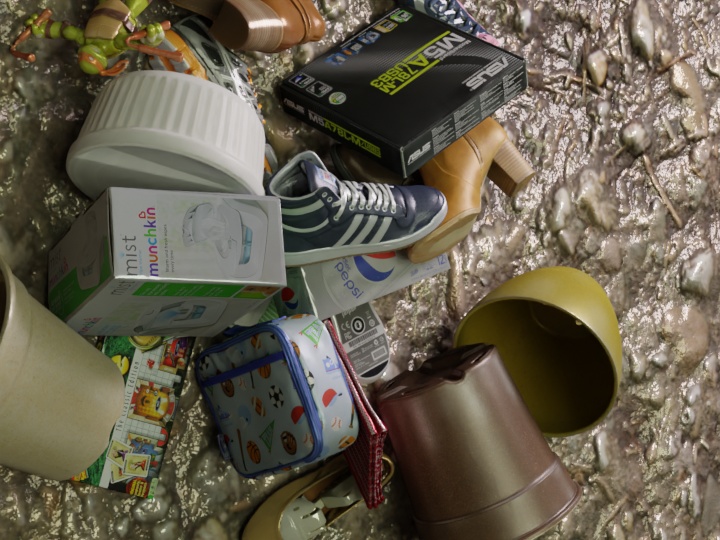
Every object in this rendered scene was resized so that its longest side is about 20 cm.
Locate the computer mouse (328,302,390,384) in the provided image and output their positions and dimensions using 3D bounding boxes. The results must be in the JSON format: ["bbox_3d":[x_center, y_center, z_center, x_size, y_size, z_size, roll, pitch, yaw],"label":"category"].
[{"bbox_3d":[-0.029,0.032,1.793,0.110,0.044,0.200,-25,100,-38],"label":"computer mouse"}]

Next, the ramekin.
[{"bbox_3d":[-0.186,-0.121,1.618,0.202,0.202,0.094,25,66,-32],"label":"ramekin"}]

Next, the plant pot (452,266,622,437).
[{"bbox_3d":[0.226,0.076,1.919,0.200,0.200,0.142,60,37,-20],"label":"plant pot"}]

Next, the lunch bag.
[{"bbox_3d":[-0.093,0.128,1.681,0.075,0.200,0.161,-20,89,-37],"label":"lunch bag"}]

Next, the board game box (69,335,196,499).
[{"bbox_3d":[-0.238,0.130,1.689,0.105,0.023,0.200,18,81,-31],"label":"board game box"}]

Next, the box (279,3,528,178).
[{"bbox_3d":[0.047,-0.201,1.773,0.200,0.193,0.048,-36,136,-27],"label":"box"}]

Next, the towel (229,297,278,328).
[{"bbox_3d":[-0.091,0.014,1.784,0.200,0.023,0.153,39,69,-28],"label":"towel"}]

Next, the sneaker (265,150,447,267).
[{"bbox_3d":[-0.005,-0.073,1.652,0.200,0.070,0.109,-14,135,-12],"label":"sneaker"}]

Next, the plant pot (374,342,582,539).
[{"bbox_3d":[0.121,0.201,1.844,0.200,0.200,0.199,-29,98,-30],"label":"plant pot"}]

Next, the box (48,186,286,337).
[{"bbox_3d":[-0.193,-0.006,1.588,0.176,0.200,0.097,2,72,-28],"label":"box"}]

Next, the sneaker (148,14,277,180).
[{"bbox_3d":[-0.140,-0.183,1.716,0.077,0.078,0.200,-48,117,-34],"label":"sneaker"}]

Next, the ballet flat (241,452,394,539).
[{"bbox_3d":[-0.044,0.255,1.798,0.200,0.063,0.069,-36,112,-28],"label":"ballet flat"}]

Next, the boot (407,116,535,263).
[{"bbox_3d":[0.081,-0.107,1.772,0.201,0.071,0.144,-37,75,-29],"label":"boot"}]

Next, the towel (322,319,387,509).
[{"bbox_3d":[-0.008,0.155,1.723,0.022,0.200,0.145,-21,62,-12],"label":"towel"}]

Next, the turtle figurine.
[{"bbox_3d":[-0.237,-0.248,1.608,0.064,0.200,0.161,60,42,-49],"label":"turtle figurine"}]

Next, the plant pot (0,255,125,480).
[{"bbox_3d":[-0.332,0.106,1.539,0.183,0.200,0.201,35,72,-42],"label":"plant pot"}]

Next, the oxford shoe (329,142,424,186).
[{"bbox_3d":[0.050,-0.104,1.831,0.200,0.084,0.073,26,36,-36],"label":"oxford shoe"}]

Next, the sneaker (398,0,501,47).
[{"bbox_3d":[0.121,-0.277,1.883,0.070,0.082,0.200,-51,116,-22],"label":"sneaker"}]

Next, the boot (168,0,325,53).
[{"bbox_3d":[-0.135,-0.304,1.714,0.200,0.074,0.155,53,31,12],"label":"boot"}]

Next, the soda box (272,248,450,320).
[{"bbox_3d":[0.000,0.000,1.749,0.200,0.068,0.064,-21,96,-37],"label":"soda box"}]
